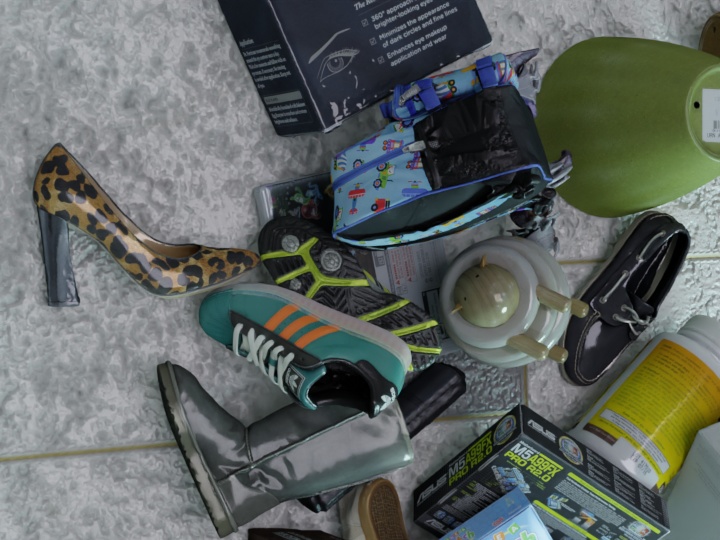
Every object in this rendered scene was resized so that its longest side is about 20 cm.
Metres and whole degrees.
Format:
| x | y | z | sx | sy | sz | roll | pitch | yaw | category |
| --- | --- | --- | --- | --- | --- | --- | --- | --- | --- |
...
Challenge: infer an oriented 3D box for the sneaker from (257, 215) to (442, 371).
| x | y | z | sx | sy | sz | roll | pitch | yaw | category |
| --- | --- | --- | --- | --- | --- | --- | --- | --- | --- |
| -0.017 | 0.028 | 1.535 | 0.200 | 0.076 | 0.076 | 41 | 78 | -2 | sneaker |

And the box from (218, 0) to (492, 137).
| x | y | z | sx | sy | sz | roll | pitch | yaw | category |
| --- | --- | --- | --- | --- | --- | --- | --- | --- | --- |
| -0.016 | -0.255 | 1.525 | 0.196 | 0.117 | 0.201 | -29 | 104 | -22 | box |

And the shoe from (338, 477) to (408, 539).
| x | y | z | sx | sy | sz | roll | pitch | yaw | category |
| --- | --- | --- | --- | --- | --- | --- | --- | --- | --- |
| 0.020 | 0.293 | 1.593 | 0.070 | 0.053 | 0.202 | -25 | 107 | -52 | shoe |

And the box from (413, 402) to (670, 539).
| x | y | z | sx | sy | sz | roll | pitch | yaw | category |
| --- | --- | --- | --- | --- | --- | --- | --- | --- | --- |
| 0.175 | 0.234 | 1.610 | 0.199 | 0.044 | 0.160 | 33 | 122 | -21 | box |

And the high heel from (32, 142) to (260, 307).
| x | y | z | sx | sy | sz | roll | pitch | yaw | category |
| --- | --- | --- | --- | --- | --- | --- | --- | --- | --- |
| -0.188 | -0.048 | 1.470 | 0.198 | 0.071 | 0.144 | -6 | 100 | -16 | high heel |

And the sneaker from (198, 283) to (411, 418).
| x | y | z | sx | sy | sz | roll | pitch | yaw | category |
| --- | --- | --- | --- | --- | --- | --- | --- | --- | --- |
| -0.058 | 0.073 | 1.467 | 0.199 | 0.072 | 0.080 | 16 | 43 | 10 | sneaker |

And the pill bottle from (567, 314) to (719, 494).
| x | y | z | sx | sy | sz | roll | pitch | yaw | category |
| --- | --- | --- | --- | --- | --- | --- | --- | --- | --- |
| 0.307 | 0.141 | 1.688 | 0.200 | 0.109 | 0.109 | -45 | 108 | -17 | pill bottle |

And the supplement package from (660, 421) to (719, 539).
| x | y | z | sx | sy | sz | roll | pitch | yaw | category |
| --- | --- | --- | --- | --- | --- | --- | --- | --- | --- |
| 0.392 | 0.239 | 1.669 | 0.116 | 0.201 | 0.118 | -21 | 56 | -24 | supplement package |

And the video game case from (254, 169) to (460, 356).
| x | y | z | sx | sy | sz | roll | pitch | yaw | category |
| --- | --- | --- | --- | --- | --- | --- | --- | --- | --- |
| 0.000 | 0.000 | 1.590 | 0.181 | 0.023 | 0.202 | -14 | 98 | -25 | video game case |

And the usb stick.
| x | y | z | sx | sy | sz | roll | pitch | yaw | category |
| --- | --- | --- | --- | --- | --- | --- | --- | --- | --- |
| 0.020 | 0.157 | 1.583 | 0.200 | 0.055 | 0.033 | -39 | 122 | -19 | usb stick |

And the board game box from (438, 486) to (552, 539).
| x | y | z | sx | sy | sz | roll | pitch | yaw | category |
| --- | --- | --- | --- | --- | --- | --- | --- | --- | --- |
| 0.136 | 0.321 | 1.596 | 0.151 | 0.037 | 0.201 | -33 | 124 | -1 | board game box |

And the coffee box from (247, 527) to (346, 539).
| x | y | z | sx | sy | sz | roll | pitch | yaw | category |
| --- | --- | --- | --- | --- | --- | --- | --- | --- | --- |
| -0.056 | 0.345 | 1.519 | 0.079 | 0.113 | 0.202 | 5 | 88 | -25 | coffee box |

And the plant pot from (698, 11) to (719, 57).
| x | y | z | sx | sy | sz | roll | pitch | yaw | category |
| --- | --- | --- | --- | --- | --- | --- | --- | --- | --- |
| 0.463 | -0.223 | 1.733 | 0.198 | 0.186 | 0.188 | 0 | 91 | -11 | plant pot |

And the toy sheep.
| x | y | z | sx | sy | sz | roll | pitch | yaw | category |
| --- | --- | --- | --- | --- | --- | --- | --- | --- | --- |
| 0.142 | 0.032 | 1.582 | 0.137 | 0.200 | 0.139 | -3 | 81 | 16 | toy sheep |

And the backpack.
| x | y | z | sx | sy | sz | roll | pitch | yaw | category |
| --- | --- | --- | --- | --- | --- | --- | --- | --- | --- |
| 0.062 | -0.095 | 1.487 | 0.199 | 0.183 | 0.136 | -19 | 84 | 11 | backpack |

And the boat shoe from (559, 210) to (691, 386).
| x | y | z | sx | sy | sz | roll | pitch | yaw | category |
| --- | --- | --- | --- | --- | --- | --- | --- | --- | --- |
| 0.270 | 0.032 | 1.685 | 0.072 | 0.063 | 0.201 | 31 | 88 | -26 | boat shoe |

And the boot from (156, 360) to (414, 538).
| x | y | z | sx | sy | sz | roll | pitch | yaw | category |
| --- | --- | --- | --- | --- | --- | --- | --- | --- | --- |
| -0.069 | 0.132 | 1.509 | 0.199 | 0.073 | 0.183 | -24 | 96 | -9 | boot |

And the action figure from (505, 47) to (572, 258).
| x | y | z | sx | sy | sz | roll | pitch | yaw | category |
| --- | --- | --- | --- | --- | --- | --- | --- | --- | --- |
| 0.161 | -0.107 | 1.612 | 0.069 | 0.130 | 0.202 | -15 | 86 | -22 | action figure |

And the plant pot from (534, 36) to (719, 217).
| x | y | z | sx | sy | sz | roll | pitch | yaw | category |
| --- | --- | --- | --- | --- | --- | --- | --- | --- | --- |
| 0.300 | -0.147 | 1.631 | 0.186 | 0.200 | 0.189 | 0 | 91 | -25 | plant pot |
